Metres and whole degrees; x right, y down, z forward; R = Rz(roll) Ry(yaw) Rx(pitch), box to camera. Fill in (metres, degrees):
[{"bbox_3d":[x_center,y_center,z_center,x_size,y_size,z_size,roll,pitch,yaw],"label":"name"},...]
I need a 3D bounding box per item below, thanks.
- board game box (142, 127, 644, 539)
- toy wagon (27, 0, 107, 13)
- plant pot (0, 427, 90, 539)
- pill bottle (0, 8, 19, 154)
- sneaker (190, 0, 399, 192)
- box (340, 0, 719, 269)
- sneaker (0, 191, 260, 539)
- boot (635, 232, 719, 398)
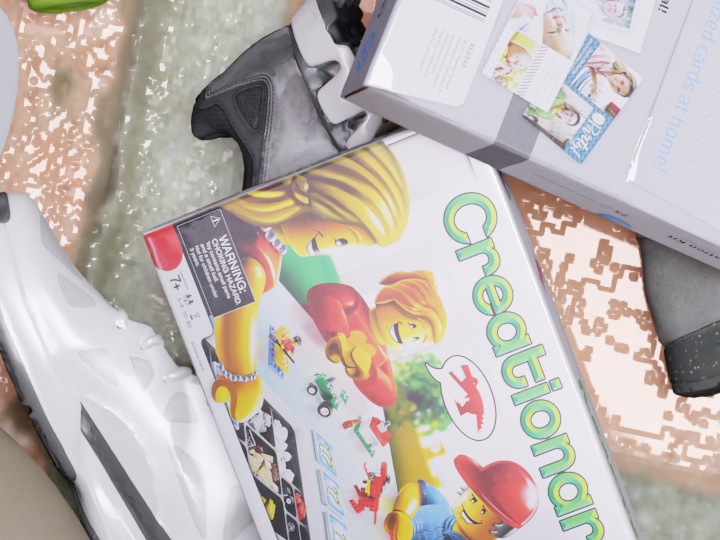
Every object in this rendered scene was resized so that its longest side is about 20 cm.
[{"bbox_3d":[0.018,0.056,0.896,0.126,0.035,0.201,-21,92,10],"label":"board game box"},{"bbox_3d":[-0.178,-0.170,0.979,0.199,0.040,0.156,-8,88,5],"label":"toy wagon"},{"bbox_3d":[-0.185,0.112,0.918,0.199,0.201,0.135,-18,51,5],"label":"plant pot"},{"bbox_3d":[-0.232,-0.084,0.926,0.199,0.114,0.114,21,91,20],"label":"pill bottle"},{"bbox_3d":[0.000,0.000,0.949,0.090,0.066,0.201,-27,89,14],"label":"sneaker"},{"bbox_3d":[0.113,-0.092,0.867,0.199,0.041,0.157,23,83,-11],"label":"box"},{"bbox_3d":[-0.064,0.046,0.957,0.115,0.076,0.201,-26,95,-4],"label":"sneaker"},{"bbox_3d":[0.185,-0.041,0.931,0.199,0.068,0.131,-17,82,4],"label":"boot"}]
